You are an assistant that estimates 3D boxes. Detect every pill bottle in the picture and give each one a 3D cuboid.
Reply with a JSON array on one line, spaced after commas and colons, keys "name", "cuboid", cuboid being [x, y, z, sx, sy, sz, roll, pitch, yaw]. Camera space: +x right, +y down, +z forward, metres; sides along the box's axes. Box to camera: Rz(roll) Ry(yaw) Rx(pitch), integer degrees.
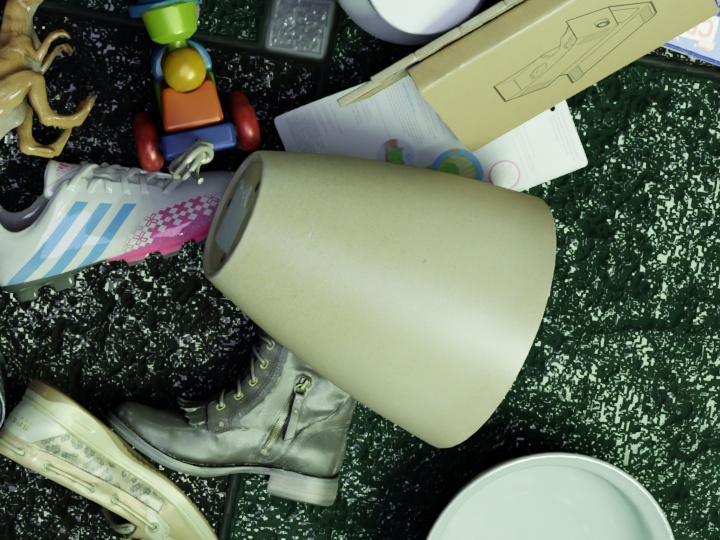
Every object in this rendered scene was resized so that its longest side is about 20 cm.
[{"name": "pill bottle", "cuboid": [0.029, -0.213, 1.570, 0.111, 0.200, 0.113, -2, 104, -7]}]

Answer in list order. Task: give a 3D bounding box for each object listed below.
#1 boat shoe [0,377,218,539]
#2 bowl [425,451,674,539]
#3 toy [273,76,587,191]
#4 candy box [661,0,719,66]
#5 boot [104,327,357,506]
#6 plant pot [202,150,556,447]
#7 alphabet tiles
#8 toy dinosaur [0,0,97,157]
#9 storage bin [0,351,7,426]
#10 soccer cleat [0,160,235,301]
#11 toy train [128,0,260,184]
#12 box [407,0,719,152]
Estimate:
[{"name": "boat shoe", "cuboid": [-0.182, 0.156, 1.687, 0.200, 0.073, 0.063, 44, 77, -28]}, {"name": "bowl", "cuboid": [0.132, 0.220, 1.751, 0.200, 0.090, 0.202, -2, 104, -7]}, {"name": "toy", "cuboid": [0.049, -0.098, 1.683, 0.199, 0.047, 0.116, -21, 110, 3]}, {"name": "candy box", "cuboid": [0.237, -0.258, 1.650, 0.168, 0.077, 0.201, 18, 100, -12]}, {"name": "boot", "cuboid": [-0.073, 0.068, 1.706, 0.199, 0.069, 0.175, 16, 96, -15]}, {"name": "plant pot", "cuboid": [0.000, 0.000, 1.595, 0.199, 0.187, 0.188, 22, 101, -18]}, {"name": "alphabet tiles", "cuboid": [0.079, -0.163, 1.548, 0.199, 0.167, 0.008, -29, 92, 14]}, {"name": "toy dinosaur", "cuboid": [-0.249, -0.114, 1.625, 0.106, 0.060, 0.201, 28, 70, -18]}, {"name": "storage bin", "cuboid": [-0.341, 0.034, 1.641, 0.135, 0.094, 0.201, -21, 105, -1]}, {"name": "soccer cleat", "cuboid": [-0.175, -0.046, 1.653, 0.199, 0.070, 0.087, -19, 106, -2]}, {"name": "toy train", "cuboid": [-0.118, -0.129, 1.575, 0.084, 0.200, 0.116, -12, 101, -4]}, {"name": "box", "cuboid": [0.138, -0.154, 1.559, 0.199, 0.163, 0.021, -29, 73, 8]}]
